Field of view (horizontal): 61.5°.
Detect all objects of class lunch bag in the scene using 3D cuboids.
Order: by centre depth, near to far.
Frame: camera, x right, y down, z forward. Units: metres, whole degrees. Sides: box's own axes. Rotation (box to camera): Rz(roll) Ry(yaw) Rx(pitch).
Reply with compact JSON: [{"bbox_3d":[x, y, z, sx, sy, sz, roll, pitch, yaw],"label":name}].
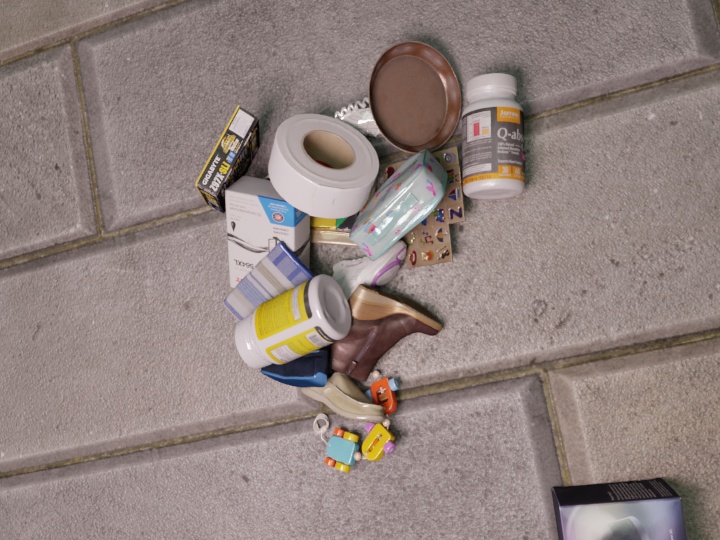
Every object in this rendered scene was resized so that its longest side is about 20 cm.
[{"bbox_3d":[0.067,-0.111,1.082,0.077,0.162,0.200,40,115,-14],"label":"lunch bag"}]

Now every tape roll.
[{"bbox_3d":[-0.066,-0.191,1.094,0.201,0.202,0.072,39,135,10],"label":"tape roll"}]

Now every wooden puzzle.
[{"bbox_3d":[-0.065,-0.149,1.203,0.192,0.037,0.193,4,88,13],"label":"wooden puzzle"}]

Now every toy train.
[{"bbox_3d":[0.007,0.296,1.158,0.197,0.055,0.154,-32,55,19],"label":"toy train"}]

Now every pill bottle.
[{"bbox_3d":[-0.122,0.096,1.075,0.196,0.113,0.118,-24,82,25],"label":"pill bottle"},{"bbox_3d":[0.240,-0.240,1.102,0.112,0.116,0.208,-1,87,12],"label":"pill bottle"}]

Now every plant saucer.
[{"bbox_3d":[0.099,-0.322,1.140,0.193,0.034,0.209,0,91,-21],"label":"plant saucer"}]

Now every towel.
[{"bbox_3d":[-0.158,0.055,1.143,0.147,0.024,0.199,44,120,-9],"label":"towel"}]

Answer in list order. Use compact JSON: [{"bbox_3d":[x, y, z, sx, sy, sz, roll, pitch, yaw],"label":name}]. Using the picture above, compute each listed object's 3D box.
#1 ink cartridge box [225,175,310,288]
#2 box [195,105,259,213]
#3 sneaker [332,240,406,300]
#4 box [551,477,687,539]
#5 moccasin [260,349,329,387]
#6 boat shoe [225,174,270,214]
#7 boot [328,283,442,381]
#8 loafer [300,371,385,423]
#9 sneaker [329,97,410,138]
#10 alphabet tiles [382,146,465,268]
[{"bbox_3d":[-0.174,-0.059,1.151,0.141,0.085,0.206,11,119,14],"label":"ink cartridge box"},{"bbox_3d":[-0.247,-0.203,1.150,0.048,0.200,0.164,26,84,-7],"label":"box"},{"bbox_3d":[0.000,0.000,1.158,0.199,0.075,0.101,-40,67,7],"label":"sneaker"},{"bbox_3d":[0.438,0.475,1.017,0.191,0.123,0.208,-9,85,13],"label":"box"},{"bbox_3d":[-0.117,0.181,1.152,0.196,0.080,0.070,-5,62,46],"label":"moccasin"},{"bbox_3d":[-0.198,-0.145,1.202,0.195,0.062,0.074,-22,79,26],"label":"boat shoe"},{"bbox_3d":[0.042,0.130,1.138,0.194,0.073,0.171,21,103,-15],"label":"boot"},{"bbox_3d":[-0.033,0.229,1.131,0.195,0.075,0.071,15,83,37],"label":"loafer"},{"bbox_3d":[0.011,-0.291,1.180,0.195,0.075,0.083,-25,91,10],"label":"sneaker"},{"bbox_3d":[0.121,-0.113,1.146,0.163,0.007,0.208,-9,85,33],"label":"alphabet tiles"}]
